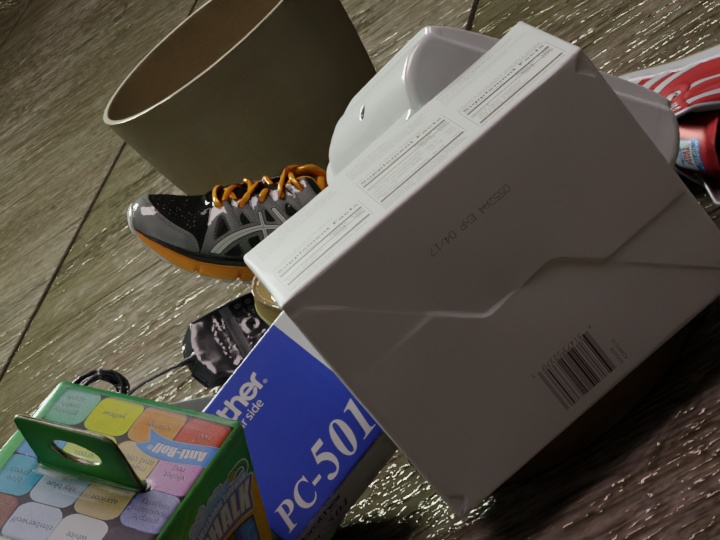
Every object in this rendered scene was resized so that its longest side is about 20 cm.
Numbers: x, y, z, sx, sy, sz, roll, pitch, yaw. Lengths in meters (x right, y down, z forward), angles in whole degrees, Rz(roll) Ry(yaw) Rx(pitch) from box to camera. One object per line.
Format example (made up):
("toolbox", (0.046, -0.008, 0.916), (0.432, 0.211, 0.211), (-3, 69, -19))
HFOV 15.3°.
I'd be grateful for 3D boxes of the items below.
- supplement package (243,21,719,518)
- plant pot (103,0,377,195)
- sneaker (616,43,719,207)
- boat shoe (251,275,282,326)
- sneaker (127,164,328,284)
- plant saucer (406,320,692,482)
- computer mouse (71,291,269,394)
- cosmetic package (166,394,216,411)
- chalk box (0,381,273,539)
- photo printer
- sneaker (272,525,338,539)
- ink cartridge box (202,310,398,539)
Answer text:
("supplement package", (0.069, -0.003, 1.403), (0.200, 0.156, 0.111), (-40, 18, -2))
("plant pot", (-0.047, -0.092, 1.890), (0.187, 0.200, 0.188), (-36, 18, 13))
("sneaker", (0.181, -0.074, 1.601), (0.199, 0.071, 0.113), (-26, 19, 32))
("boat shoe", (-0.001, 0.002, 1.623), (0.200, 0.063, 0.073), (5, 59, 48))
("sneaker", (-0.052, -0.034, 1.744), (0.078, 0.199, 0.078), (-95, 12, -69))
("plant saucer", (0.112, 0.053, 1.493), (0.200, 0.035, 0.200), (-36, 17, 13))
("computer mouse", (-0.118, 0.069, 1.733), (0.199, 0.034, 0.059), (-25, 60, -5))
("cosmetic package", (-0.160, 0.138, 1.671), (0.150, 0.052, 0.200), (-31, -9, 20))
("chalk box", (-0.131, 0.147, 1.434), (0.124, 0.201, 0.124), (13, 45, 26))
("photo printer", (0.075, -0.069, 1.555), (0.200, 0.165, 0.070), (141, 143, -70))
("sneaker", (-0.089, 0.157, 1.561), (0.199, 0.084, 0.077), (-27, 22, 27))
("ink cartridge box", (-0.005, 0.054, 1.503), (0.200, 0.094, 0.044), (-52, -21, -4))
